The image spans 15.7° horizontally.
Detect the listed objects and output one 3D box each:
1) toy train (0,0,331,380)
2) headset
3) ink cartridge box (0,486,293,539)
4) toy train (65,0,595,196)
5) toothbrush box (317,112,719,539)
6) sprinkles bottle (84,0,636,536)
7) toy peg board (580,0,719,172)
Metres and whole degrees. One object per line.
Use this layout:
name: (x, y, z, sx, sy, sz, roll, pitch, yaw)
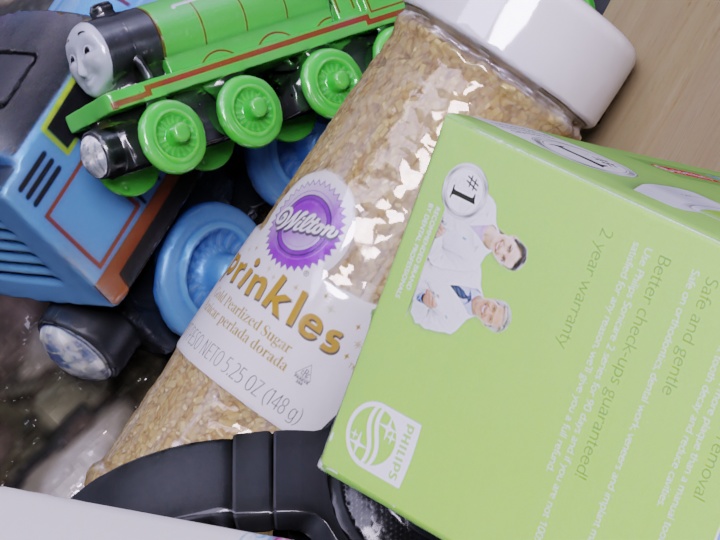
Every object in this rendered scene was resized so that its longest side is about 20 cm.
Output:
toy train: (-0.058, -0.064, 0.842, 0.087, 0.114, 0.200, 7, 58, 46)
headset: (0.015, 0.097, 0.684, 0.199, 0.124, 0.094, -3, 52, 1)
ink cartridge box: (-0.026, 0.159, 0.592, 0.200, 0.148, 0.145, 8, 34, 26)
toy train: (-0.007, -0.074, 0.809, 0.200, 0.057, 0.042, -20, 0, -35)
toothbrush box: (0.117, 0.046, 0.543, 0.200, 0.145, 0.086, 25, 101, 35)
sprinkles bottle: (0.000, 0.000, 0.766, 0.068, 0.068, 0.200, 34, 91, 42)
toy peg board: (0.166, -0.068, 0.716, 0.200, 0.098, 0.199, -62, 26, 21)
